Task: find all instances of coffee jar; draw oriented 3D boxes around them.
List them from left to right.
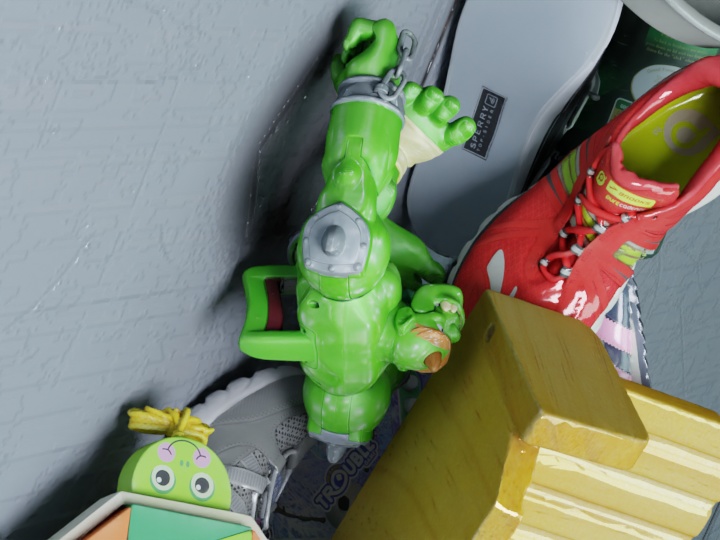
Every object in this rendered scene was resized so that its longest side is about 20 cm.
[{"bbox_3d":[0.142,-0.114,1.395,0.104,0.085,0.201,-120,-134,-61],"label":"coffee jar"}]

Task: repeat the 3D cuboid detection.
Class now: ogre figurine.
[{"bbox_3d":[0.000,0.000,1.218,0.200,0.098,0.120,117,-7,-47],"label":"ogre figurine"}]

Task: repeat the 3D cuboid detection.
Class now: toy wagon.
[{"bbox_3d":[-0.085,0.152,1.137,0.040,0.154,0.201,-23,-122,58],"label":"toy wagon"}]

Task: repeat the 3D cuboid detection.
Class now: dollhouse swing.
[{"bbox_3d":[0.086,0.144,1.228,0.201,0.175,0.182,-58,-161,16],"label":"dollhouse swing"}]

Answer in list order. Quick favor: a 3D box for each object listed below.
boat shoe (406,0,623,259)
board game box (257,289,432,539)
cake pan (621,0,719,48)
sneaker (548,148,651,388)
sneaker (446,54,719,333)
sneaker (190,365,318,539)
[{"bbox_3d":[0.085,-0.097,1.328,0.068,0.073,0.200,-43,154,-56],"label":"boat shoe"},{"bbox_3d":[0.033,0.138,1.352,0.200,0.200,0.026,-50,-164,-28],"label":"board game box"},{"bbox_3d":[0.160,-0.192,1.275,0.037,0.201,0.200,-21,-164,46],"label":"cake pan"},{"bbox_3d":[0.099,0.042,1.341,0.070,0.081,0.201,-124,-154,-88],"label":"sneaker"},{"bbox_3d":[0.111,-0.030,1.266,0.200,0.077,0.085,-48,173,-6],"label":"sneaker"},{"bbox_3d":[-0.066,0.127,1.227,0.200,0.082,0.075,-49,156,-33],"label":"sneaker"}]
